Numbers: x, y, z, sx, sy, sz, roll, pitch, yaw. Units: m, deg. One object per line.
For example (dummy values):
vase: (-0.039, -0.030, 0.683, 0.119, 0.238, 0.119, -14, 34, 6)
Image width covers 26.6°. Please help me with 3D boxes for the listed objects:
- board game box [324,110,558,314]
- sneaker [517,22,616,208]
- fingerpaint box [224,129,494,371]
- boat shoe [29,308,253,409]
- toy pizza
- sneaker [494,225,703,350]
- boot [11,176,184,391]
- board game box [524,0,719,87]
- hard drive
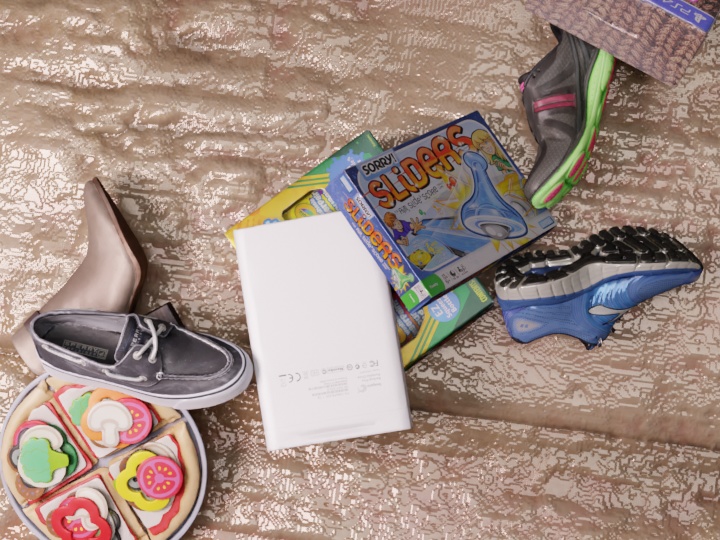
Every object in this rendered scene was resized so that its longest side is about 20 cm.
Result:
board game box: (0.076, -0.057, 1.368, 0.200, 0.034, 0.135, -29, 81, -45)
sneaker: (0.183, -0.149, 1.420, 0.084, 0.077, 0.200, 14, 73, 11)
fingerpaint box: (0.000, 0.000, 1.412, 0.167, 0.073, 0.200, -35, 83, 1)
boat shoe: (-0.196, 0.070, 1.350, 0.200, 0.068, 0.072, 11, 61, 10)
toy pizza: (-0.241, 0.181, 1.402, 0.200, 0.032, 0.201, 2, 103, 8)
sneaker: (0.219, 0.019, 1.402, 0.200, 0.079, 0.089, -12, 120, -10)
boot: (-0.261, 0.032, 1.431, 0.146, 0.070, 0.200, -29, 83, 3)
board game box: (0.270, -0.298, 1.383, 0.159, 0.097, 0.200, 29, 68, 7)
hard drive: (-0.034, 0.052, 1.361, 0.132, 0.027, 0.200, -10, 87, 8)
